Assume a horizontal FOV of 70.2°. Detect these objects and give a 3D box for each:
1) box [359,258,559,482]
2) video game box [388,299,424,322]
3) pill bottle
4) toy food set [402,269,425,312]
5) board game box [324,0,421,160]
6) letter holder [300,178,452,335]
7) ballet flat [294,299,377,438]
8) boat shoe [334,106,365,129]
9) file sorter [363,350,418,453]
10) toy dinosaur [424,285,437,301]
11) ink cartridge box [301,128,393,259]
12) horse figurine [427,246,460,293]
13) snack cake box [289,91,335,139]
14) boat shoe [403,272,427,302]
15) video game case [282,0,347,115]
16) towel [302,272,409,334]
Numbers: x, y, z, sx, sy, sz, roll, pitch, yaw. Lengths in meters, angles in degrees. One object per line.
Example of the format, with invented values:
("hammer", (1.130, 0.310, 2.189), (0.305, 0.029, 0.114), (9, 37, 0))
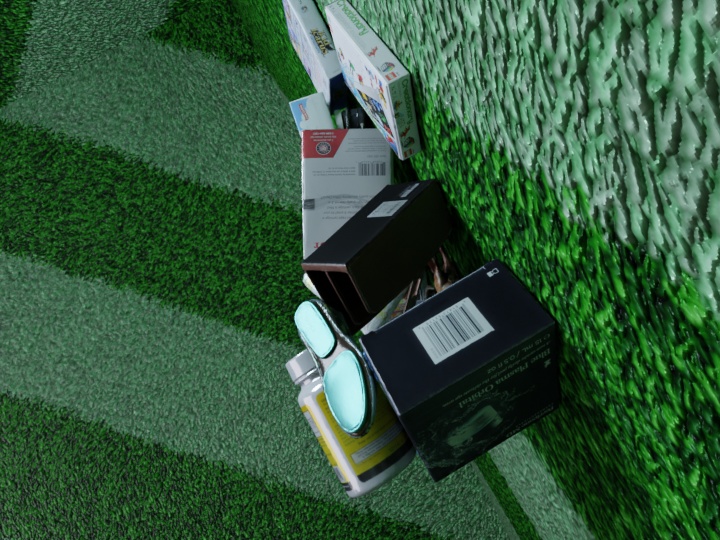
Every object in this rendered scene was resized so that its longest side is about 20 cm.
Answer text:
("box", (0.129, 0.128, 0.630), (0.118, 0.195, 0.201), (57, 175, 44))
("video game box", (0.128, 0.152, 1.127), (0.047, 0.197, 0.184), (-53, 52, 40))
("pill bottle", (-0.017, 0.195, 0.718), (0.202, 0.113, 0.114), (59, 177, 8))
("toy food set", (0.068, -0.018, 1.076), (0.201, 0.059, 0.145), (54, 143, 46))
("board game box", (0.016, -0.261, 0.695), (0.202, 0.034, 0.127), (61, 176, 33))
("letter holder", (0.041, -0.010, 0.716), (0.100, 0.200, 0.144), (2, 129, 49))
("ballet flat", (-0.017, 0.113, 0.619), (0.201, 0.073, 0.075), (61, 177, 41))
("boat shoe", (-0.004, -0.241, 1.005), (0.200, 0.059, 0.077), (64, -163, -70))
("file sorter", (0.067, 0.231, 0.866), (0.201, 0.136, 0.125), (71, -147, -67))
("toy dinosaur", (0.133, 0.084, 0.958), (0.076, 0.104, 0.200), (26, 164, 2))
("ink cartridge box", (-0.019, -0.116, 0.825), (0.083, 0.144, 0.204), (-69, -21, -89))
("horse figurine", (0.147, 0.026, 0.825), (0.201, 0.049, 0.133), (61, 176, 43))
("snack cake box", (-0.082, -0.266, 1.009), (0.200, 0.066, 0.117), (-107, -1, -82))
("boat shoe", (0.108, 0.007, 1.163), (0.072, 0.070, 0.202), (-120, 7, -51))
("video game case", (-0.083, -0.416, 0.979), (0.183, 0.045, 0.200), (61, 177, -1))
("towel", (0.000, 0.000, 0.944), (0.199, 0.173, 0.048), (35, -171, 29))
